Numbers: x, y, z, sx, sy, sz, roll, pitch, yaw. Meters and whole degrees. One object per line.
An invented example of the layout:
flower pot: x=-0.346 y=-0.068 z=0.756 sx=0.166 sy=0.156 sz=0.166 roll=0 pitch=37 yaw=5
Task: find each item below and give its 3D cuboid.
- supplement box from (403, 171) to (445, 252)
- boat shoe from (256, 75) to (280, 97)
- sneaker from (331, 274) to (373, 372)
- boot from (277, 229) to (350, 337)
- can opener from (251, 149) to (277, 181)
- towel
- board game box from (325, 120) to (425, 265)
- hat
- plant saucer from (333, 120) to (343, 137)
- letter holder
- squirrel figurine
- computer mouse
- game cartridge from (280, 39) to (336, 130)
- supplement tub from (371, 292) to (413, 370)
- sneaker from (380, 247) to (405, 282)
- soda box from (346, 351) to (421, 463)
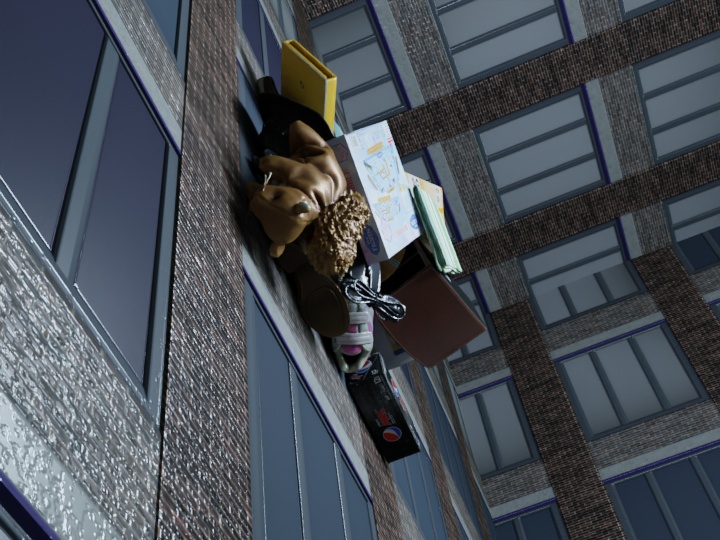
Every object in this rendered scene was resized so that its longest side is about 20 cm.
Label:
supplement box: x=0.087 y=-0.106 z=1.879 sx=0.199 sy=0.073 sz=0.128 roll=11 pitch=72 yaw=-60
boat shoe: x=-0.139 y=-0.286 z=1.907 sx=0.075 sy=0.074 sz=0.204 roll=52 pitch=18 yaw=-68
sneaker: x=-0.011 y=0.091 z=1.675 sx=0.089 sy=0.080 sz=0.201 roll=-93 pitch=178 yaw=-50
boot: x=-0.078 y=-0.005 z=1.603 sx=0.201 sy=0.076 sz=0.156 roll=54 pitch=15 yaw=-25
can opener: x=-0.102 y=-0.128 z=1.647 sx=0.199 sy=0.063 sz=0.079 roll=33 pitch=34 yaw=-33
towel: x=0.134 y=-0.065 z=1.769 sx=0.200 sy=0.023 sz=0.154 roll=12 pitch=58 yaw=-77
board game box: x=0.027 y=-0.129 z=1.610 sx=0.200 sy=0.041 sz=0.201 roll=-33 pitch=105 yaw=-65
hat: x=-0.119 y=-0.206 z=1.690 sx=0.200 sy=0.081 sz=0.201 roll=36 pitch=-22 yaw=17
plant saucer: x=-0.071 y=-0.224 z=1.979 sx=0.200 sy=0.036 sz=0.202 roll=35 pitch=-48 yaw=51
letter holder: x=0.109 y=0.063 z=1.812 sx=0.200 sy=0.142 sz=0.101 roll=47 pitch=11 yaw=-36
squirrel figurine: x=-0.073 y=-0.085 z=1.435 sx=0.199 sy=0.142 sz=0.187 roll=38 pitch=22 yaw=-10
computer mouse: x=0.002 y=-0.015 z=1.594 sx=0.138 sy=0.053 sz=0.201 roll=27 pitch=26 yaw=-42
game cartridge: x=-0.101 y=-0.312 z=1.921 sx=0.176 sy=0.032 sz=0.202 roll=48 pitch=-34 yaw=41
supplement tub: x=0.030 y=0.076 z=1.894 sx=0.145 sy=0.143 sz=0.202 roll=-73 pitch=142 yaw=-79
sneaker: x=0.000 y=0.000 z=1.756 sx=0.075 sy=0.200 sz=0.088 roll=37 pitch=17 yaw=-16
soda box: x=0.041 y=0.245 z=1.789 sx=0.064 sy=0.070 sz=0.201 roll=-98 pitch=165 yaw=-58
